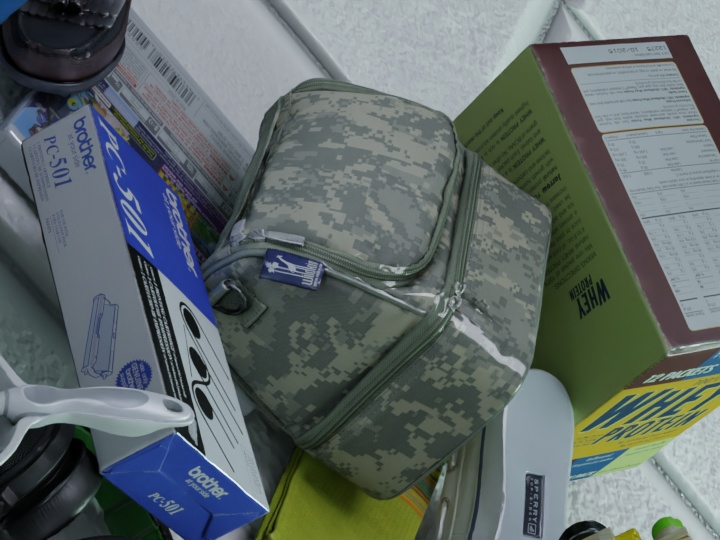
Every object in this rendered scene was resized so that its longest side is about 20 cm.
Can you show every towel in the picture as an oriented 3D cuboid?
[{"bbox_3d":[-0.001,0.120,1.292,0.086,0.018,0.200,41,28,-8],"label":"towel"}]

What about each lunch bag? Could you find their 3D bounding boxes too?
[{"bbox_3d":[0.000,0.000,1.281,0.167,0.139,0.200,36,33,-14],"label":"lunch bag"}]

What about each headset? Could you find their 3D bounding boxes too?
[{"bbox_3d":[-0.147,0.127,1.057,0.124,0.094,0.200,61,14,8],"label":"headset"}]

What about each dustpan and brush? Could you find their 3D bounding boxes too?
[{"bbox_3d":[-0.169,0.059,0.994,0.199,0.057,0.140,13,36,-26],"label":"dustpan and brush"}]

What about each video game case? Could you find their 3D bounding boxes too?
[{"bbox_3d":[-0.104,-0.038,1.314,0.200,0.023,0.182,50,29,-14],"label":"video game case"}]

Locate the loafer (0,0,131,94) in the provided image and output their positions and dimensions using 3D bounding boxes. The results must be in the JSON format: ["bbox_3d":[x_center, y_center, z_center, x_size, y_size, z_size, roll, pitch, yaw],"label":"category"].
[{"bbox_3d":[-0.152,-0.166,1.306,0.072,0.063,0.200,15,32,0],"label":"loafer"}]

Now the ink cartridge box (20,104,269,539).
[{"bbox_3d":[-0.104,0.025,1.135,0.094,0.044,0.201,48,18,-52],"label":"ink cartridge box"}]

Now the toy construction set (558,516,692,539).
[{"bbox_3d":[0.122,0.206,1.252,0.131,0.200,0.092,58,-6,-29],"label":"toy construction set"}]

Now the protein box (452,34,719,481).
[{"bbox_3d":[0.135,-0.002,1.426,0.134,0.199,0.201,-7,66,-37],"label":"protein box"}]

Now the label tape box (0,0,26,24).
[{"bbox_3d":[-0.217,-0.165,1.142,0.200,0.143,0.066,28,39,-41],"label":"label tape box"}]

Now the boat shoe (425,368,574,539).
[{"bbox_3d":[0.070,0.155,1.331,0.071,0.070,0.201,16,71,-32],"label":"boat shoe"}]
